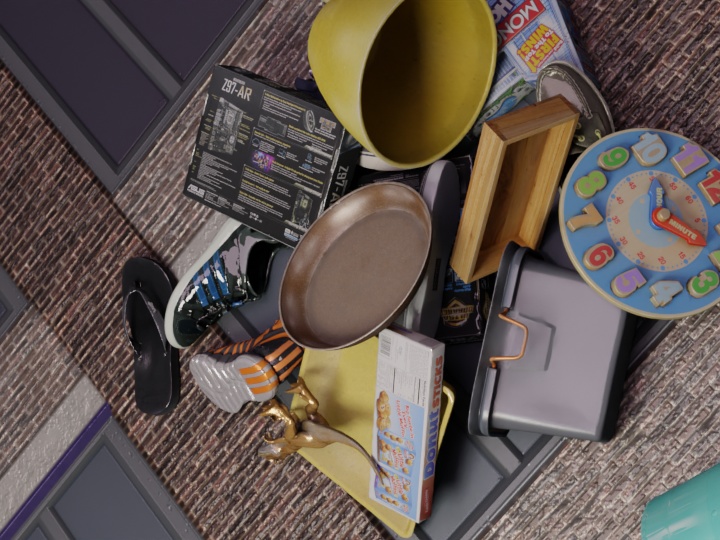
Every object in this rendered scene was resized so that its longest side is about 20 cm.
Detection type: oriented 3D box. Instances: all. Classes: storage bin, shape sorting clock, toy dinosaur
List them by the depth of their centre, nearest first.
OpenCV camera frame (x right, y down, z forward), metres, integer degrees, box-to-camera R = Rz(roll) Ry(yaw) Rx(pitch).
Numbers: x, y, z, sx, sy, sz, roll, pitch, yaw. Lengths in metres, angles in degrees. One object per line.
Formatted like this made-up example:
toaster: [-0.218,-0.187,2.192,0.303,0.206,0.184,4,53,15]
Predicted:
shape sorting clock: [0.294,-0.049,1.432,0.198,0.039,0.202,4,68,-11]
storage bin: [0.200,0.082,1.465,0.133,0.145,0.202,10,86,20]
toy dinosaur: [-0.048,0.174,1.571,0.199,0.107,0.060,-9,33,54]

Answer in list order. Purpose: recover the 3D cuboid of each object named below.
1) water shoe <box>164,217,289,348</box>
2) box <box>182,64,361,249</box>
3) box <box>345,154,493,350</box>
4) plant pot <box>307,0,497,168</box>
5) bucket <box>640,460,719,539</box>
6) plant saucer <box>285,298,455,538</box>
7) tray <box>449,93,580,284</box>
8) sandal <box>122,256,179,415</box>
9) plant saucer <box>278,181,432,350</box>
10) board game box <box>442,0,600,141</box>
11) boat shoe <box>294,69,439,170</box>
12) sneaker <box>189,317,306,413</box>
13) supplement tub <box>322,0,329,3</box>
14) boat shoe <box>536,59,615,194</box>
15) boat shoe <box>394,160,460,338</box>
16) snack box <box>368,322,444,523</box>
water shoe: [-0.159,0.017,1.707,0.079,0.071,0.201,37,99,31]
box: [-0.101,-0.127,1.639,0.199,0.043,0.162,24,106,30]
box: [0.049,-0.013,1.611,0.198,0.050,0.201,-9,78,27]
plant pot: [0.027,-0.226,1.525,0.142,0.199,0.201,29,95,41]
bucket: [0.357,0.264,1.301,0.134,0.206,0.209,-31,67,29]
plant saucer: [0.018,0.154,1.563,0.199,0.048,0.201,35,126,30]
tray: [0.154,-0.081,1.471,0.037,0.098,0.201,49,148,32]
sandal: [-0.258,0.075,1.770,0.076,0.043,0.202,-19,72,25]
plant saucer: [0.000,0.000,1.502,0.199,0.032,0.202,-25,46,29]
board game box: [0.162,-0.248,1.584,0.200,0.062,0.201,-40,63,17]
boat shoe: [0.004,-0.174,1.625,0.199,0.075,0.094,11,125,36]
sneaker: [-0.115,0.103,1.670,0.199,0.112,0.078,-6,117,56]
supplement tub: [-0.012,-0.375,1.658,0.199,0.144,0.145,35,98,29]
boat shoe: [0.228,-0.121,1.492,0.072,0.060,0.203,-21,89,29]
boat shoe: [0.058,-0.020,1.547,0.066,0.070,0.202,8,92,28]
snack box: [0.046,0.158,1.487,0.072,0.024,0.202,21,118,37]
